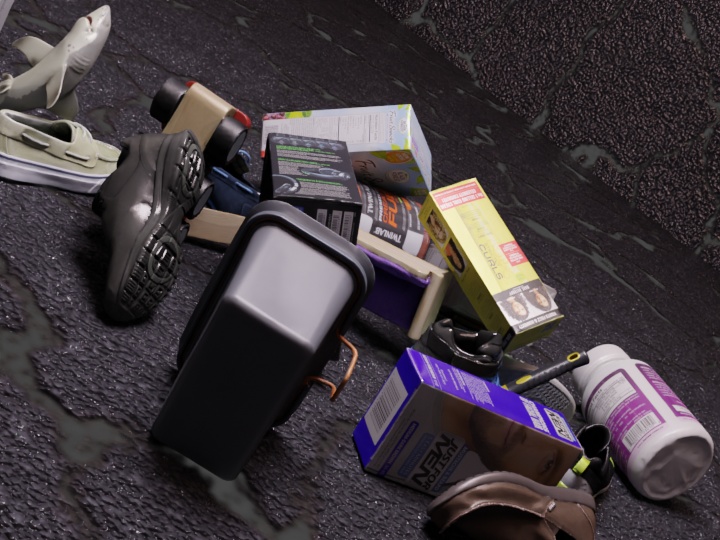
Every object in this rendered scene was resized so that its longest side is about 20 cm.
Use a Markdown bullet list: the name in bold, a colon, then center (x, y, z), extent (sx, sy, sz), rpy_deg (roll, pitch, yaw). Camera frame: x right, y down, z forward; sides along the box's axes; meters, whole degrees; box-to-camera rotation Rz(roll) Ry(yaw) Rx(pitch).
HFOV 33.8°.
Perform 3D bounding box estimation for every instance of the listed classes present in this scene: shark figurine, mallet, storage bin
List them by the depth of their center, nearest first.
- **storage bin**: center (-0.082, 0.073, 0.977), extent (0.144, 0.201, 0.135), rpy_deg (31, 30, -3)
- **mallet**: center (0.149, 0.136, 1.227), extent (0.066, 0.197, 0.041), rpy_deg (-109, 180, -46)
- **shark figurine**: center (-0.348, -0.188, 1.263), extent (0.090, 0.211, 0.130), rpy_deg (47, 35, -53)

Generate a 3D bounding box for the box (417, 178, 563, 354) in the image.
- **box**: center (0.147, -0.007, 1.355), extent (0.074, 0.050, 0.202), rpy_deg (-16, 63, -26)

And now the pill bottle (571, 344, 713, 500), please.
- **pill bottle**: center (0.349, 0.185, 1.501), extent (0.111, 0.113, 0.201), rpy_deg (21, 22, -31)

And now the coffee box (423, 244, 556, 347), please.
- **coffee box**: center (0.148, 0.029, 1.504), extent (0.113, 0.081, 0.200), rpy_deg (28, -4, -14)

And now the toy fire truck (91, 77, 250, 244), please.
- **toy fire truck**: center (-0.174, -0.096, 1.276), extent (0.128, 0.178, 0.200), rpy_deg (32, 4, 3)

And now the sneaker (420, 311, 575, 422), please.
- **sneaker**: center (0.161, 0.115, 1.411), extent (0.198, 0.075, 0.119), rpy_deg (23, 19, -8)

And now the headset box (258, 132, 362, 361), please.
- **headset box**: center (-0.062, -0.032, 1.244), extent (0.091, 0.177, 0.201), rpy_deg (5, 25, -9)

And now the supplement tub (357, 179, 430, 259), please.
- **supplement tub**: center (-0.009, -0.063, 1.541), extent (0.198, 0.108, 0.107), rpy_deg (16, 24, -39)

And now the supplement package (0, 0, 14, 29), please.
- **supplement package**: center (-0.424, -0.220, 1.105), extent (0.110, 0.202, 0.156), rpy_deg (16, 24, -40)

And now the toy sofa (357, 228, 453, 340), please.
- **toy sofa**: center (0.000, 0.000, 1.378), extent (0.198, 0.084, 0.097), rpy_deg (27, 13, 19)

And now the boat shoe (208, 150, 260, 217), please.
- **boat shoe**: center (-0.163, -0.119, 1.487), extent (0.083, 0.069, 0.200), rpy_deg (11, 28, -47)

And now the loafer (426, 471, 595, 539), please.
- **loafer**: center (0.151, 0.238, 1.106), extent (0.197, 0.073, 0.072), rpy_deg (11, 49, -30)

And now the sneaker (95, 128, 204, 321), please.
- **sneaker**: center (-0.213, -0.044, 1.129), extent (0.089, 0.203, 0.076), rpy_deg (5, -30, 16)

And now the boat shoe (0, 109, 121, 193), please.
- **boat shoe**: center (-0.317, -0.127, 1.267), extent (0.072, 0.063, 0.199), rpy_deg (41, 20, 23)

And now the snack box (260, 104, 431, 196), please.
- **snack box**: center (-0.015, -0.151, 1.561), extent (0.196, 0.069, 0.169), rpy_deg (-4, -17, 13)

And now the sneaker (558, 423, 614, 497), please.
- **sneaker**: center (0.265, 0.211, 1.343), extent (0.071, 0.083, 0.200), rpy_deg (36, 19, 11)

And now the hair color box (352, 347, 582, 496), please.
- **hair color box**: center (0.105, 0.166, 1.154), extent (0.198, 0.110, 0.065), rpy_deg (23, 21, -25)

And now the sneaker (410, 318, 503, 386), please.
- **sneaker**: center (0.141, 0.131, 1.296), extent (0.198, 0.112, 0.077), rpy_deg (33, 18, -2)
